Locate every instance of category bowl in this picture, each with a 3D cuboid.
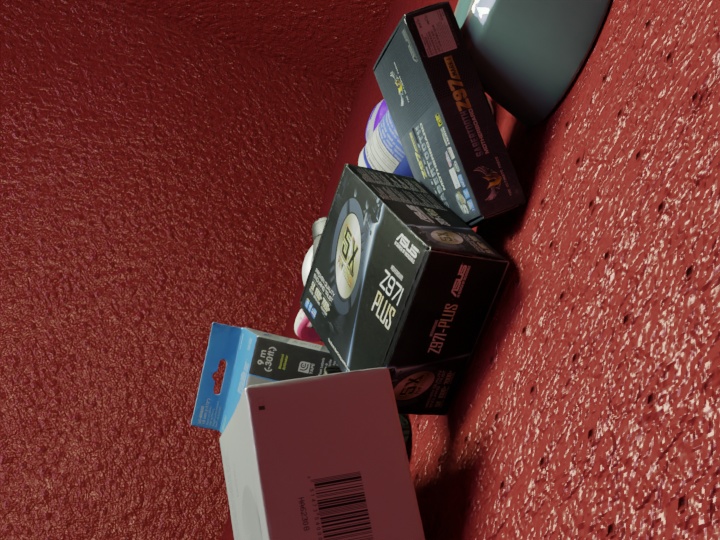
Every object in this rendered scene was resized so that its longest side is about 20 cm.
[{"bbox_3d":[0.152,-0.250,0.830,0.201,0.105,0.201,-160,90,-83],"label":"bowl"}]

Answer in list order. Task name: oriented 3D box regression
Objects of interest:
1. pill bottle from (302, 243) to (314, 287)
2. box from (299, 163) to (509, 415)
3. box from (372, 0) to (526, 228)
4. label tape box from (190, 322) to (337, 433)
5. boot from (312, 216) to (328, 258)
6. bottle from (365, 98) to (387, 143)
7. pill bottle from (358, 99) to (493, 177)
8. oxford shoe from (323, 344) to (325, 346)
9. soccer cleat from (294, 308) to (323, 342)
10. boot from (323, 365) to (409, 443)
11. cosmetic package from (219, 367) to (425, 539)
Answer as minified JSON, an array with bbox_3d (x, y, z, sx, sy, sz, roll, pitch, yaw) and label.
[{"bbox_3d":[-0.019,0.012,1.218,0.200,0.112,0.113,66,-139,-77],"label":"pill bottle"},{"bbox_3d":[0.031,0.014,0.832,0.200,0.086,0.164,52,127,54],"label":"box"},{"bbox_3d":[0.080,-0.137,0.854,0.158,0.051,0.201,155,95,-80],"label":"box"},{"bbox_3d":[-0.111,0.157,1.114,0.066,0.199,0.144,-125,48,-88],"label":"label tape box"},{"bbox_3d":[0.027,-0.011,1.050,0.200,0.070,0.132,-16,56,28],"label":"boot"},{"bbox_3d":[0.052,-0.209,1.234,0.200,0.065,0.084,-155,84,-83],"label":"bottle"},{"bbox_3d":[0.066,-0.146,1.075,0.200,0.112,0.112,-55,16,40],"label":"pill bottle"},{"bbox_3d":[-0.049,0.135,1.178,0.200,0.071,0.073,-49,-18,-19],"label":"oxford shoe"},{"bbox_3d":[0.000,0.000,0.993,0.200,0.070,0.086,-38,53,2],"label":"soccer cleat"},{"bbox_3d":[-0.017,0.229,0.977,0.182,0.072,0.201,-132,55,-63],"label":"boot"},{"bbox_3d":[-0.036,0.208,0.725,0.200,0.123,0.200,127,135,-63],"label":"cosmetic package"}]
